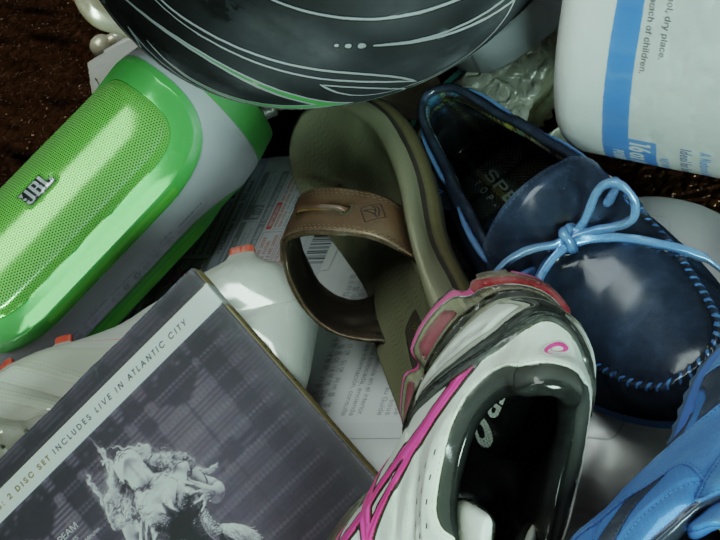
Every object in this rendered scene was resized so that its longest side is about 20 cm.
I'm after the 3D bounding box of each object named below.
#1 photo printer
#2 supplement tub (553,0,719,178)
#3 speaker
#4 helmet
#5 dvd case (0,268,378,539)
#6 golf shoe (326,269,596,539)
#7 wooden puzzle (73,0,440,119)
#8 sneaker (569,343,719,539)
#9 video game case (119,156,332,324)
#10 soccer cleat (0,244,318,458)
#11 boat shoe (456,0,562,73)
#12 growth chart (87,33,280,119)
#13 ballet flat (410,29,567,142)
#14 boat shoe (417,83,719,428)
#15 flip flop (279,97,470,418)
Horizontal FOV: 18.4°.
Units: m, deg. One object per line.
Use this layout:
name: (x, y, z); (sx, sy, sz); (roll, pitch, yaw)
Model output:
photo printer: (0.063, 0.048, 0.922); (0.200, 0.069, 0.167); (-4, 50, 33)
supplement tub: (0.185, -0.093, 0.866); (0.200, 0.132, 0.132); (13, 58, 14)
speaker: (-0.134, -0.017, 1.047); (0.200, 0.088, 0.088); (-47, 41, -11)
helmet: (-0.018, -0.158, 0.891); (0.200, 0.191, 0.200); (-33, 17, 11)
dvd case: (-0.054, 0.121, 0.882); (0.149, 0.016, 0.200); (-45, 74, 8)
golf shoe: (0.029, 0.102, 0.785); (0.092, 0.072, 0.200); (-107, 32, -71)
wooden puzzle: (-0.078, -0.126, 1.051); (0.200, 0.185, 0.037); (47, 119, 58)
sneaker: (0.128, 0.077, 0.739); (0.200, 0.066, 0.078); (-43, 10, -28)
video game case: (-0.080, 0.035, 1.057); (0.181, 0.045, 0.200); (0, 53, 36)
soccer cleat: (-0.105, 0.061, 0.949); (0.200, 0.069, 0.078); (-31, 39, 21)
boat shoe: (0.043, -0.140, 1.017); (0.074, 0.068, 0.199); (-48, 20, -6)
growth chart: (-0.085, -0.112, 1.181); (0.144, 0.018, 0.200); (-23, 30, 7)
ballet flat: (0.107, -0.109, 1.053); (0.200, 0.072, 0.072); (-48, 41, -8)
boat shoe: (0.071, -0.008, 0.859); (0.084, 0.069, 0.200); (-43, 41, -8)
flip flop: (0.000, 0.000, 0.892); (0.057, 0.081, 0.200); (-3, 44, -17)
